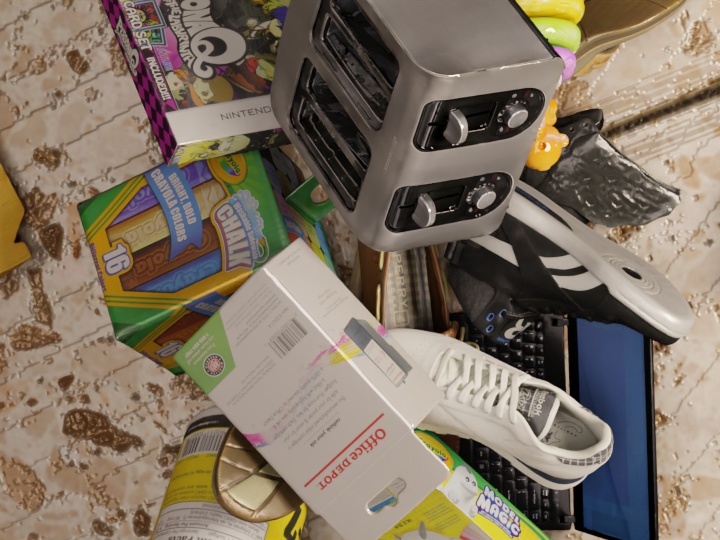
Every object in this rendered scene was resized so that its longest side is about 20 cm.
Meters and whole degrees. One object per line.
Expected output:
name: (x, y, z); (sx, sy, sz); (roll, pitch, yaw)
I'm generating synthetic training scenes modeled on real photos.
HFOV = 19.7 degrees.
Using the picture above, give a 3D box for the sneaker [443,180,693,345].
sneaker: (0.150, 0.023, 1.557); (0.200, 0.073, 0.112); (39, 112, 28)

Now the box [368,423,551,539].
box: (0.068, 0.206, 1.610); (0.200, 0.048, 0.117); (44, 136, -14)

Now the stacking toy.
stacking toy: (0.122, -0.169, 1.509); (0.115, 0.110, 0.201); (-4, 78, -8)

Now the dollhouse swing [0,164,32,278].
dollhouse swing: (-0.409, -0.045, 1.731); (0.181, 0.176, 0.201); (-28, 89, -30)

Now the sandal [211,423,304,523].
sandal: (-0.067, 0.123, 1.581); (0.080, 0.200, 0.054); (35, 128, -14)

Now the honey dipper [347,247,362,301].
honey dipper: (0.000, 0.000, 1.659); (0.038, 0.038, 0.201); (16, 96, 9)

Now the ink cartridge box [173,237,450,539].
ink cartridge box: (-0.023, 0.092, 1.507); (0.200, 0.067, 0.117); (48, 121, 2)

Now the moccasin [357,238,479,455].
moccasin: (0.046, 0.054, 1.609); (0.073, 0.078, 0.203); (-3, 87, -19)

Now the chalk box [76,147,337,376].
chalk box: (-0.095, -0.022, 1.612); (0.199, 0.125, 0.125); (-24, 66, 12)

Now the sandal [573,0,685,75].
sandal: (0.162, -0.177, 1.590); (0.200, 0.054, 0.080); (-36, 63, -8)

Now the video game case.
video game case: (-0.098, -0.184, 1.578); (0.180, 0.036, 0.201); (-11, 67, -29)

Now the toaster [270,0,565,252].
toaster: (0.034, -0.140, 1.466); (0.200, 0.118, 0.181); (56, 146, 30)

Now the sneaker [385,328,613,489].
sneaker: (0.094, 0.091, 1.532); (0.199, 0.081, 0.077); (23, 74, -1)

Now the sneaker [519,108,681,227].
sneaker: (0.148, -0.098, 1.614); (0.104, 0.060, 0.200); (-41, 91, 11)

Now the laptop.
laptop: (0.131, 0.124, 1.611); (0.199, 0.103, 0.178); (-1, 94, 10)

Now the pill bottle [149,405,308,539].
pill bottle: (-0.107, 0.216, 1.608); (0.114, 0.115, 0.201); (10, 55, 9)
